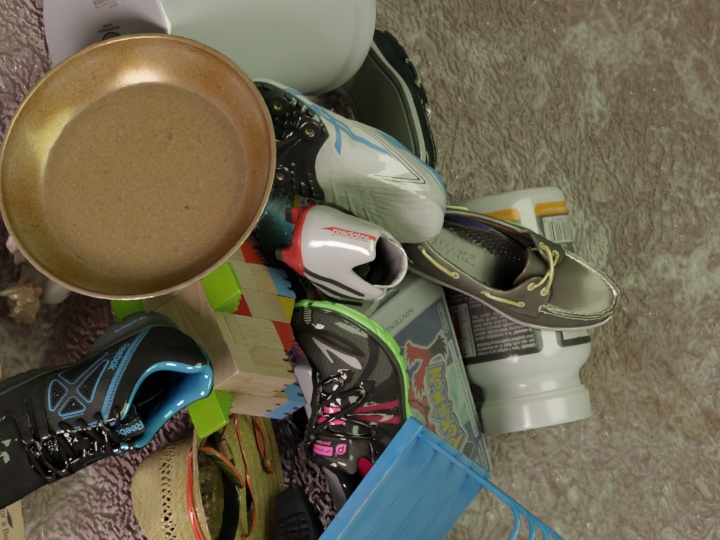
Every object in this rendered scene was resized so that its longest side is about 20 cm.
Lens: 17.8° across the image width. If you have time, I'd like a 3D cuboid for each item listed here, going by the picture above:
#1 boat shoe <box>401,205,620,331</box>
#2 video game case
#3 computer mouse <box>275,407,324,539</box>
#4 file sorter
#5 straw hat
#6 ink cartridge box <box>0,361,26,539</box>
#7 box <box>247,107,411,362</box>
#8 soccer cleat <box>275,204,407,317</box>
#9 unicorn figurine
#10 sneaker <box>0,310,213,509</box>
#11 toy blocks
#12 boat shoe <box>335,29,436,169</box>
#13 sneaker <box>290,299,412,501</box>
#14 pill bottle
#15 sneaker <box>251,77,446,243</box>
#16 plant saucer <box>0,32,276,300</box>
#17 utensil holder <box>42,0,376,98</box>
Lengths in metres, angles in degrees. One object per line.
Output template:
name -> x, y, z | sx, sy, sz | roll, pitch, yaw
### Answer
boat shoe -> 0.124, -0.001, 1.869 | 0.201, 0.060, 0.072 | 19, 79, -12
video game case -> 0.031, 0.123, 1.876 | 0.182, 0.023, 0.200 | -39, 121, -43
computer mouse -> -0.043, 0.165, 1.792 | 0.059, 0.034, 0.200 | 58, 25, -52
file sorter -> 0.069, 0.220, 1.759 | 0.139, 0.123, 0.200 | -54, 156, -2
straw hat -> -0.124, 0.169, 1.721 | 0.201, 0.085, 0.201 | -11, 90, -75
ink cartridge box -> -0.316, 0.142, 1.540 | 0.165, 0.075, 0.200 | -20, 112, -42
box -> -0.027, -0.013, 1.841 | 0.137, 0.038, 0.200 | -58, 136, -32
soccer cleat -> 0.000, 0.000, 1.747 | 0.200, 0.085, 0.069 | 50, 52, -67
unicorn figurine -> -0.195, -0.034, 1.704 | 0.200, 0.137, 0.074 | -35, 67, -18
sneaker -> -0.190, 0.099, 1.534 | 0.200, 0.082, 0.073 | -37, 126, -19
toy blocks -> -0.097, 0.027, 1.671 | 0.137, 0.100, 0.200 | 13, 48, -59
boat shoe -> 0.027, -0.138, 1.876 | 0.060, 0.076, 0.200 | 12, 41, -36
sneaker -> -0.005, 0.109, 1.754 | 0.084, 0.077, 0.200 | -50, 127, -42
pill bottle -> 0.134, 0.034, 1.961 | 0.116, 0.116, 0.200 | -8, 87, -42
sneaker -> -0.018, -0.089, 1.741 | 0.200, 0.072, 0.073 | 32, 29, -27
plant saucer -> -0.154, -0.069, 1.609 | 0.035, 0.200, 0.201 | 65, 32, -69
utensil holder -> -0.117, -0.196, 1.753 | 0.200, 0.170, 0.170 | -21, 96, -39
